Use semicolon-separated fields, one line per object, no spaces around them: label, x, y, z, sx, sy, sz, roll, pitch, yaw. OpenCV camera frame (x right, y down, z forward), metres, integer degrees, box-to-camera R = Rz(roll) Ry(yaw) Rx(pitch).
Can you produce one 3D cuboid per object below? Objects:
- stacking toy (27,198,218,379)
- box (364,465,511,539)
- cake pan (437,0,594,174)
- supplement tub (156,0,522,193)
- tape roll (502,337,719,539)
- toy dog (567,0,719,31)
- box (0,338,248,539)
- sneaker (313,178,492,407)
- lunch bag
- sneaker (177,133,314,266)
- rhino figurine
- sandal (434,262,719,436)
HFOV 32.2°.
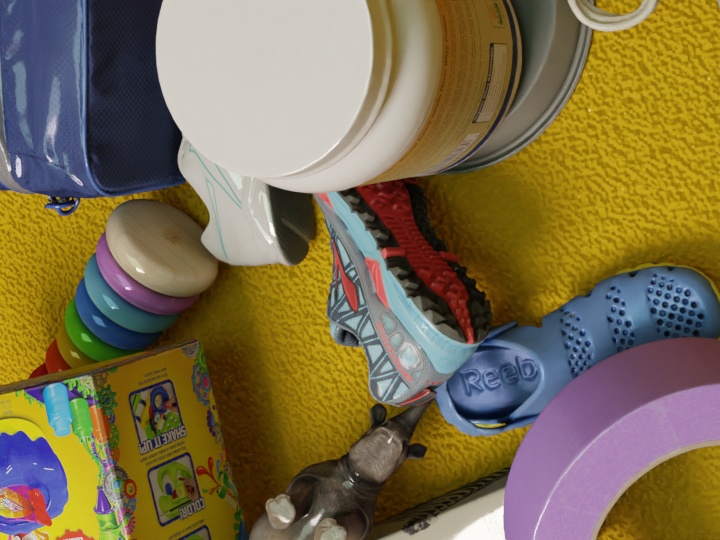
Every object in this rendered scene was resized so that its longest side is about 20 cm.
stacking toy;-0.184;0.046;0.907;0.085;0.085;0.201;45;120;13
box;0.046;0.189;0.808;0.199;0.082;0.069;-27;86;25
cake pan;0.045;-0.160;0.782;0.198;0.037;0.203;4;100;25
supplement tub;-0.006;-0.118;0.679;0.143;0.200;0.146;4;99;25
tape roll;0.181;0.142;0.688;0.197;0.066;0.203;-2;108;-7
toy dog;0.207;-0.158;0.663;0.199;0.096;0.132;38;97;14
box;-0.192;0.166;0.826;0.198;0.122;0.195;-14;91;28
sneaker;0.000;0.000;0.771;0.096;0.079;0.201;-57;39;27
lunch bag;-0.196;-0.136;0.848;0.131;0.136;0.203;7;101;26
sneaker;-0.091;-0.099;0.840;0.079;0.070;0.203;-6;95;29
rhino figurine;-0.023;0.149;0.762;0.060;0.087;0.200;41;98;12
sandal;0.121;0.055;0.749;0.199;0.087;0.080;-26;84;25
